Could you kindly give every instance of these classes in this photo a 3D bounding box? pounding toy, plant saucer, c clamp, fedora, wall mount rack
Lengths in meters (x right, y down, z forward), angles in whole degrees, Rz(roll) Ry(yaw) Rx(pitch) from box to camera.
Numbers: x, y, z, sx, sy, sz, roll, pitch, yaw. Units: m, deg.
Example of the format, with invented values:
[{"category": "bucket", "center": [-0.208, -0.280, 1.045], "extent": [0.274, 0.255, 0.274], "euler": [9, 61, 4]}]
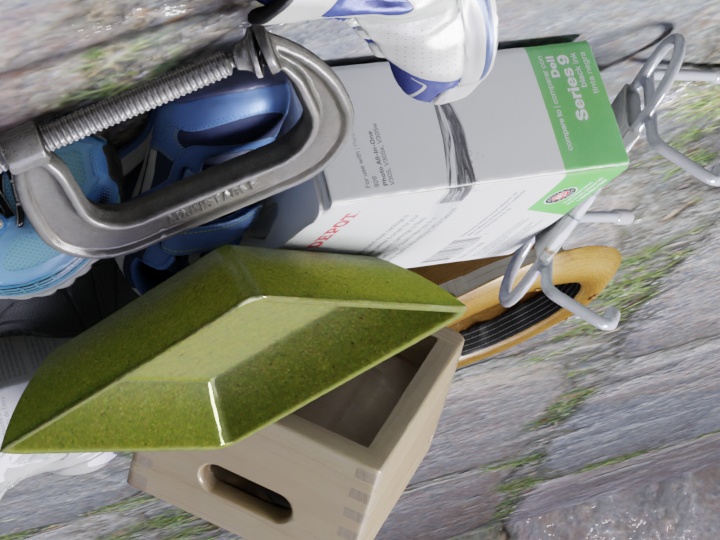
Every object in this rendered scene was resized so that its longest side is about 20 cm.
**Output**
[{"category": "pounding toy", "center": [-0.059, 0.088, 1.727], "extent": [0.184, 0.199, 0.143], "euler": [-54, 164, -52]}, {"category": "plant saucer", "center": [-0.074, 0.040, 1.476], "extent": [0.200, 0.048, 0.199], "euler": [-30, 161, 31]}, {"category": "c clamp", "center": [-0.103, -0.068, 1.316], "extent": [0.199, 0.027, 0.171], "euler": [-19, 141, -3]}, {"category": "fedora", "center": [0.078, 0.005, 1.840], "extent": [0.200, 0.082, 0.201], "euler": [-20, 164, -6]}, {"category": "wall mount rack", "center": [0.163, -0.056, 1.605], "extent": [0.200, 0.074, 0.174], "euler": [-56, -170, 26]}]

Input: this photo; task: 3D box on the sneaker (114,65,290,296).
[{"category": "sneaker", "center": [-0.084, -0.047, 1.426], "extent": [0.074, 0.083, 0.200], "euler": [-8, 161, -26]}]

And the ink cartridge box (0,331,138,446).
[{"category": "ink cartridge box", "center": [-0.242, 0.063, 1.588], "extent": [0.199, 0.050, 0.161], "euler": [-17, -156, -8]}]

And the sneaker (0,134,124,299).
[{"category": "sneaker", "center": [-0.216, -0.020, 1.393], "extent": [0.199, 0.079, 0.090], "euler": [-20, 163, 15]}]

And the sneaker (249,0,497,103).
[{"category": "sneaker", "center": [-0.002, -0.138, 1.153], "extent": [0.115, 0.081, 0.200], "euler": [-12, 160, -4]}]

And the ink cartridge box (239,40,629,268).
[{"category": "ink cartridge box", "center": [0.026, -0.058, 1.506], "extent": [0.199, 0.084, 0.146], "euler": [-8, 164, -31]}]

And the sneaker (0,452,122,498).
[{"category": "sneaker", "center": [-0.243, 0.108, 1.686], "extent": [0.200, 0.075, 0.100], "euler": [-29, 142, 4]}]

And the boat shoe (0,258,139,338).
[{"category": "boat shoe", "center": [-0.203, 0.002, 1.543], "extent": [0.201, 0.065, 0.075], "euler": [-17, 130, -12]}]
